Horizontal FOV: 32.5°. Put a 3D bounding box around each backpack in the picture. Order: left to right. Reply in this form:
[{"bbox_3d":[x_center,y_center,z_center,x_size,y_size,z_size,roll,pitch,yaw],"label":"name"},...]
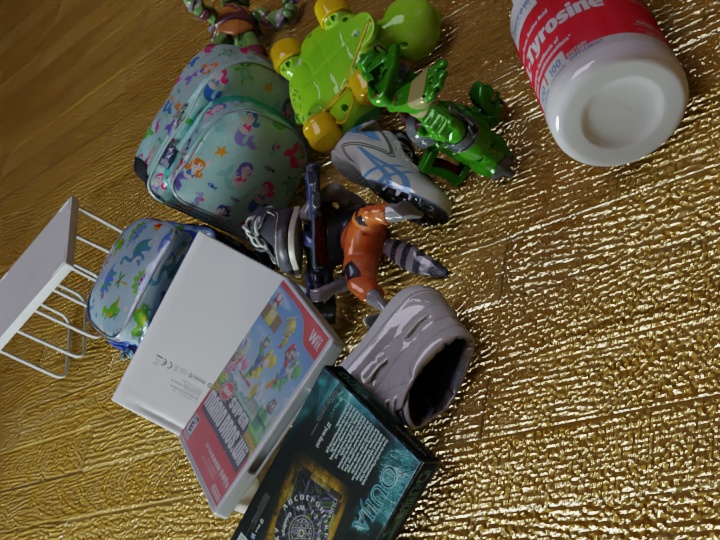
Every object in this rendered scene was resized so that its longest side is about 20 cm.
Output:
[{"bbox_3d":[-0.224,0.026,1.428,0.200,0.146,0.184,11,73,60],"label":"backpack"},{"bbox_3d":[-0.144,-0.149,1.412,0.201,0.177,0.150,-61,33,5],"label":"backpack"}]

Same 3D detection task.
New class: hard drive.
[{"bbox_3d":[-0.160,0.077,1.313,0.201,0.131,0.027,-62,3,0],"label":"hard drive"}]

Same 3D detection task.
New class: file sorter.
[{"bbox_3d":[-0.406,0.030,1.710,0.200,0.124,0.139,-44,35,27],"label":"file sorter"}]

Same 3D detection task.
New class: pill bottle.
[{"bbox_3d":[0.187,-0.187,1.020,0.112,0.112,0.201,-44,35,27],"label":"pill bottle"}]

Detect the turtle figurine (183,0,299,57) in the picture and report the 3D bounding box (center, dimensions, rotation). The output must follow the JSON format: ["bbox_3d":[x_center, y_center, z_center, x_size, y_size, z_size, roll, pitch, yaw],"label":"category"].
[{"bbox_3d":[-0.161,-0.335,1.615,0.200,0.143,0.195,-39,42,39],"label":"turtle figurine"}]

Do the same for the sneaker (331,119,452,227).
[{"bbox_3d":[0.035,-0.102,1.221,0.073,0.072,0.200,-51,35,1],"label":"sneaker"}]

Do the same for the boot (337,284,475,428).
[{"bbox_3d":[0.021,0.113,1.071,0.201,0.073,0.096,-58,31,12],"label":"boot"}]

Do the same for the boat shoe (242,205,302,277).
[{"bbox_3d":[-0.092,-0.032,1.288,0.200,0.062,0.073,-128,38,-82],"label":"boat shoe"}]

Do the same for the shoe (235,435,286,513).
[{"bbox_3d":[-0.088,0.148,1.235,0.070,0.053,0.201,113,177,-69],"label":"shoe"}]

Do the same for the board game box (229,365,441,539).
[{"bbox_3d":[-0.028,0.202,1.050,0.135,0.028,0.201,41,111,35],"label":"board game box"}]

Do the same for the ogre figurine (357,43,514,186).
[{"bbox_3d":[0.073,-0.143,1.147,0.199,0.120,0.099,15,74,57],"label":"ogre figurine"}]

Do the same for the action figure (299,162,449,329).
[{"bbox_3d":[0.000,0.000,1.205,0.193,0.104,0.202,-145,55,-64],"label":"action figure"}]

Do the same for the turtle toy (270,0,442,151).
[{"bbox_3d":[0.001,-0.220,1.326,0.200,0.101,0.147,-40,59,28],"label":"turtle toy"}]

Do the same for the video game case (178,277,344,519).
[{"bbox_3d":[-0.100,0.119,1.185,0.201,0.017,0.143,-56,32,8],"label":"video game case"}]
